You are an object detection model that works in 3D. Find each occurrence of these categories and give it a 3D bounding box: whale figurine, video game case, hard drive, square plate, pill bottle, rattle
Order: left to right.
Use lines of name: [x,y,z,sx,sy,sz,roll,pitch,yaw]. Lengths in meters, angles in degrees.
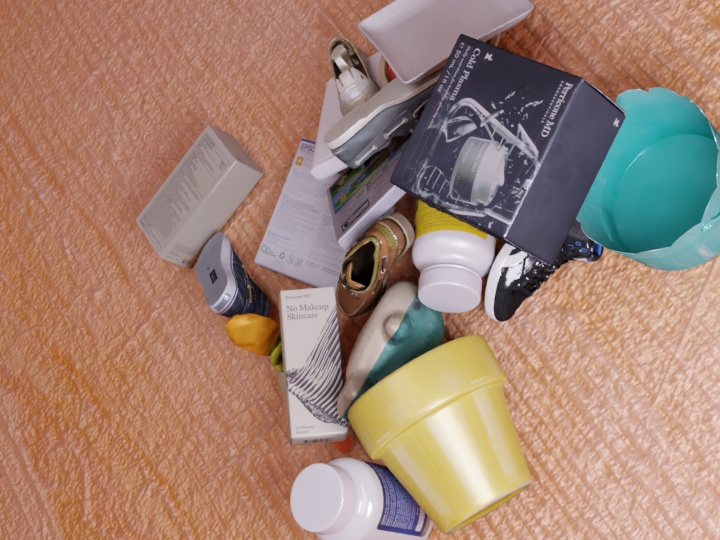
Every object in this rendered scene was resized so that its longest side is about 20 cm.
rattle: [-0.087,0.150,1.758,0.129,0.143,0.202,-28,58,19]
hard drive: [-0.004,-0.229,1.831,0.131,0.027,0.202,-25,39,30]
pill bottle: [0.001,0.298,1.609,0.110,0.199,0.113,-11,69,32]
video game case: [0.035,-0.136,1.721,0.200,0.022,0.183,-44,23,14]
whale figurine: [0.042,0.113,1.666,0.201,0.103,0.160,-60,1,-33]
square plate: [0.112,-0.332,1.703,0.196,0.029,0.201,-30,39,-1]
pill bottle: [0.123,-0.053,1.661,0.110,0.111,0.203,-13,56,32]

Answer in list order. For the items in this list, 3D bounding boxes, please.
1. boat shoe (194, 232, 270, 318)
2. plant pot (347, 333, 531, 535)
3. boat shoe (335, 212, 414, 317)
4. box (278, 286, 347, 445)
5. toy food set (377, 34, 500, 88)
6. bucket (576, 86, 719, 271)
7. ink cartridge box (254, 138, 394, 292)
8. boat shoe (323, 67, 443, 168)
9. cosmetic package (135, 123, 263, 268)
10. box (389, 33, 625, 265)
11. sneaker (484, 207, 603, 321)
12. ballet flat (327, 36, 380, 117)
boat shoe: [-0.192,0.022,1.923,0.071,0.091,0.201,-46,28,15]
plant pot: [0.112,0.211,1.572,0.200,0.200,0.191,-36,72,21]
boat shoe: [0.000,0.000,1.678,0.072,0.068,0.201,45,140,16]
box: [-0.065,0.129,1.715,0.081,0.068,0.203,-5,74,-6]
toy food set: [0.108,-0.317,1.762,0.195,0.049,0.202,-15,49,26]
bucket: [0.356,-0.102,1.515,0.205,0.134,0.211,-11,71,33]
ink cartridge box: [-0.045,-0.074,1.857,0.195,0.043,0.203,20,87,40]
boat shoe: [0.046,-0.207,1.697,0.199,0.062,0.073,-33,27,13]
cosmetic package: [-0.255,-0.115,2.001,0.200,0.073,0.104,-49,54,14]
box: [0.172,-0.144,1.505,0.195,0.123,0.202,28,94,39]
sneaker: [0.241,-0.013,1.611,0.111,0.073,0.202,28,94,35]
ballet flat: [-0.016,-0.269,1.804,0.067,0.062,0.201,-35,35,12]
